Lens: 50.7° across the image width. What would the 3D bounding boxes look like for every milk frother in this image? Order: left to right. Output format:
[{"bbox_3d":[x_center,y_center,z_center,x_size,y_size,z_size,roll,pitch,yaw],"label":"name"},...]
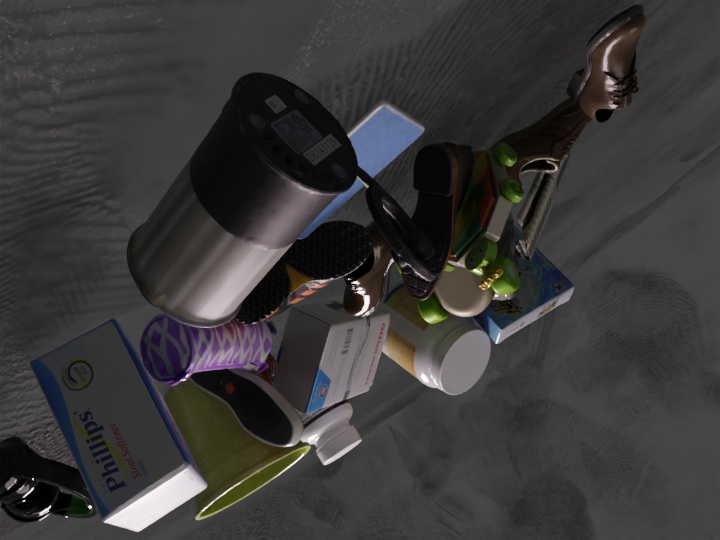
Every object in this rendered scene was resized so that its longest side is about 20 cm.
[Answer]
[{"bbox_3d":[-0.060,-0.025,0.642,0.188,0.202,0.179,-43,165,35],"label":"milk frother"}]

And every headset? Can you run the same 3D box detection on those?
[{"bbox_3d":[-0.393,0.253,0.862,0.195,0.095,0.125,9,144,7],"label":"headset"}]

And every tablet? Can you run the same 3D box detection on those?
[{"bbox_3d":[-0.025,-0.103,0.822,0.199,0.014,0.130,-40,163,18],"label":"tablet"}]

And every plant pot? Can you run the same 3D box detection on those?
[{"bbox_3d":[-0.204,0.243,1.165,0.198,0.186,0.201,-30,165,-9],"label":"plant pot"}]

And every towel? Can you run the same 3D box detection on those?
[{"bbox_3d":[0.292,-0.121,1.224,0.192,0.034,0.204,31,80,-74],"label":"towel"}]

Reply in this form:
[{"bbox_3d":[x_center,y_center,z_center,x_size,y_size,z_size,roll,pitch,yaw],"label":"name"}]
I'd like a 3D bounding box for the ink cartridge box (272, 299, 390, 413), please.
[{"bbox_3d":[-0.046,0.131,1.232,0.199,0.083,0.148,-4,113,-60],"label":"ink cartridge box"}]

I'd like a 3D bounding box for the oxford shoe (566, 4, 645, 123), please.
[{"bbox_3d":[0.324,-0.254,0.955,0.072,0.085,0.200,-29,162,-5],"label":"oxford shoe"}]

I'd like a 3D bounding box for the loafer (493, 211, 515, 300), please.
[{"bbox_3d":[0.235,-0.034,1.324,0.068,0.202,0.071,1,134,11],"label":"loafer"}]

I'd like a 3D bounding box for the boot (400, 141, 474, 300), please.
[{"bbox_3d":[0.106,-0.066,0.971,0.096,0.074,0.204,-27,131,-53],"label":"boot"}]

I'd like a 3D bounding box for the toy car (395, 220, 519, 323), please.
[{"bbox_3d":[0.180,-0.028,1.241,0.162,0.160,0.199,-25,-174,33],"label":"toy car"}]

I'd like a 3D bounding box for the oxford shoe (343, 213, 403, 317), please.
[{"bbox_3d":[0.000,0.000,1.059,0.083,0.073,0.202,-21,149,-31],"label":"oxford shoe"}]

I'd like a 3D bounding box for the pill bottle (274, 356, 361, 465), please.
[{"bbox_3d":[-0.082,0.240,1.374,0.110,0.202,0.112,-30,165,-9],"label":"pill bottle"}]

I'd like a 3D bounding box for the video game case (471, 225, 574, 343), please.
[{"bbox_3d":[0.251,0.010,1.367,0.179,0.201,0.046,-27,148,-23],"label":"video game case"}]

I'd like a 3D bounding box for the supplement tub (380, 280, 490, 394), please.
[{"bbox_3d":[0.122,0.118,1.362,0.143,0.199,0.148,-19,124,-31],"label":"supplement tub"}]

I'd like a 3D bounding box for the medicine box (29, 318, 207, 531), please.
[{"bbox_3d":[-0.266,0.182,0.863,0.102,0.184,0.201,-28,164,-16],"label":"medicine box"}]

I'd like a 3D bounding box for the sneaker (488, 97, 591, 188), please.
[{"bbox_3d":[0.273,-0.178,1.085,0.198,0.076,0.071,-31,164,-10],"label":"sneaker"}]

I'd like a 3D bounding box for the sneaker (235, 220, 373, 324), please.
[{"bbox_3d":[-0.078,0.001,0.950,0.198,0.071,0.090,-30,180,-13],"label":"sneaker"}]

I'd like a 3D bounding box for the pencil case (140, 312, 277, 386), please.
[{"bbox_3d":[-0.186,0.094,0.948,0.083,0.087,0.199,-25,167,22],"label":"pencil case"}]

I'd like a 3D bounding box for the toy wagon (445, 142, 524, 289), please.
[{"bbox_3d":[0.149,-0.066,0.986,0.039,0.203,0.156,22,132,-22],"label":"toy wagon"}]

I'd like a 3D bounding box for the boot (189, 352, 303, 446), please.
[{"bbox_3d":[-0.132,0.167,1.086,0.143,0.198,0.073,-4,124,-61],"label":"boot"}]
